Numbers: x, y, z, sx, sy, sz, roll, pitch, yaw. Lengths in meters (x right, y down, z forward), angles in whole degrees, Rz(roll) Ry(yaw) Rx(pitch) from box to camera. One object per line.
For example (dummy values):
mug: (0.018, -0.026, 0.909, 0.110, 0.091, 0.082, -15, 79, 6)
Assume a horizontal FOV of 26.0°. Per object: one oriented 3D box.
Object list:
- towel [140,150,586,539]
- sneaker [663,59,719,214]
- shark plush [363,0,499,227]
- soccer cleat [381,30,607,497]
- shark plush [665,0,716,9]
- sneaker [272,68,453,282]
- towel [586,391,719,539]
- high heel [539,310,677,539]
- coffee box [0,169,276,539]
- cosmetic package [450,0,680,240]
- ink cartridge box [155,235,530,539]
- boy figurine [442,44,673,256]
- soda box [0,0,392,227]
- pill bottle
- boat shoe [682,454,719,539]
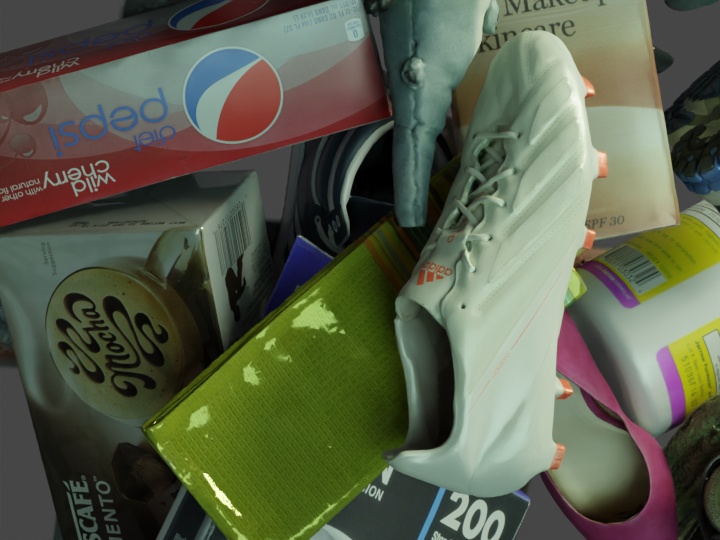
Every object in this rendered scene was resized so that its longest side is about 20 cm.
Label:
towel: (0.005, 0.036, 0.683, 0.200, 0.018, 0.086, -40, 90, -16)
sneaker: (0.206, -0.061, 0.808, 0.085, 0.200, 0.077, 45, 115, -8)
shark plush: (0.015, -0.124, 0.673, 0.083, 0.090, 0.202, -9, 114, -65)
soccer cleat: (0.054, -0.006, 0.657, 0.077, 0.069, 0.202, 9, 84, -25)
shark plush: (0.221, -0.173, 0.776, 0.083, 0.200, 0.091, 32, 84, 5)
sneaker: (0.000, 0.000, 0.793, 0.069, 0.108, 0.202, -2, 110, -20)
towel: (0.211, 0.121, 0.906, 0.147, 0.037, 0.201, -8, 141, -35)
high heel: (0.114, 0.093, 0.790, 0.067, 0.096, 0.201, -17, 110, 14)
coffee box: (-0.097, 0.059, 0.768, 0.112, 0.080, 0.202, -1, 114, 18)
cosmetic package: (0.088, -0.114, 0.752, 0.102, 0.087, 0.202, -11, 93, 7)
ink cartridge box: (-0.001, 0.116, 0.753, 0.198, 0.043, 0.201, 34, 76, -42)
boy figurine: (0.085, -0.042, 0.838, 0.124, 0.064, 0.201, 25, 95, -28)
soda box: (-0.090, -0.083, 0.725, 0.198, 0.070, 0.064, -16, 116, 1)
pill bottle: (0.216, 0.008, 0.883, 0.199, 0.104, 0.105, -27, 116, -10)
boat shoe: (0.205, 0.121, 0.803, 0.064, 0.072, 0.200, 3, 140, -26)
